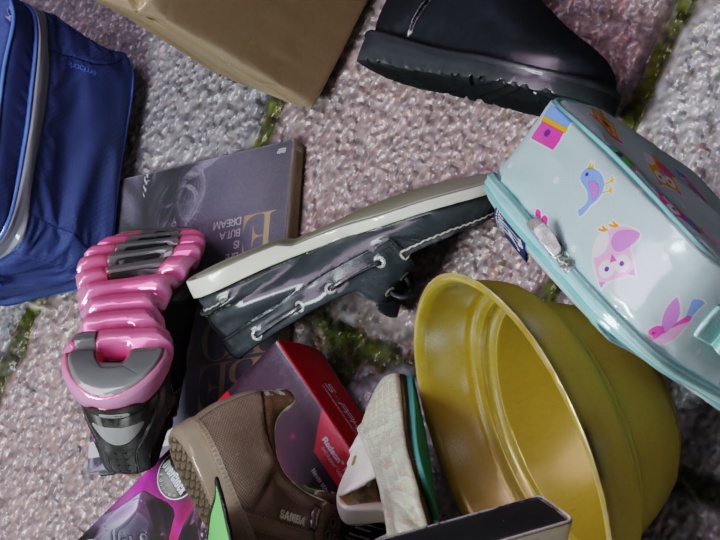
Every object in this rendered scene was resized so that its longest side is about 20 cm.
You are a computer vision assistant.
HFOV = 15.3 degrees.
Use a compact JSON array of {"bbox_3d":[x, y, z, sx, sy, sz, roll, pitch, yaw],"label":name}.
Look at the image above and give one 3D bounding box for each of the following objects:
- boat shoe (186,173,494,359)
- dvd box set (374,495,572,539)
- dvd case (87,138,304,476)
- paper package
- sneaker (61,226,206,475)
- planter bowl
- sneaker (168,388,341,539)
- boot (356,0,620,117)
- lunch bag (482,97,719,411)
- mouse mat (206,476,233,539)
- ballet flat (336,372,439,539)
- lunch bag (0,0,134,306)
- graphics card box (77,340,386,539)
[{"bbox_3d":[-0.001,0.000,1.577,0.198,0.075,0.066,-20,96,4],"label":"boat shoe"},{"bbox_3d":[0.030,0.219,1.355,0.029,0.146,0.201,36,127,43],"label":"dvd box set"},{"bbox_3d":[-0.104,0.024,1.685,0.148,0.016,0.201,-11,65,34],"label":"dvd case"},{"bbox_3d":[-0.070,-0.226,1.646,0.103,0.190,0.201,23,87,39],"label":"paper package"},{"bbox_3d":[-0.132,0.048,1.620,0.079,0.096,0.200,-4,32,12],"label":"sneaker"},{"bbox_3d":[0.112,0.082,1.415,0.083,0.201,0.201,-21,47,-21],"label":"planter bowl"},{"bbox_3d":[-0.034,0.160,1.480,0.075,0.201,0.070,-28,18,-16],"label":"sneaker"},{"bbox_3d":[0.093,-0.182,1.574,0.200,0.076,0.169,17,86,48],"label":"boot"},{"bbox_3d":[0.158,0.003,1.362,0.077,0.200,0.161,-46,52,14],"label":"lunch bag"},{"bbox_3d":[-0.065,0.215,1.425,0.007,0.200,0.162,-9,66,-11],"label":"mouse mat"},{"bbox_3d":[0.015,0.138,1.451,0.062,0.068,0.201,-12,50,0],"label":"ballet flat"},{"bbox_3d":[-0.246,-0.073,1.753,0.135,0.132,0.201,-15,62,41],"label":"lunch bag"},{"bbox_3d":[-0.073,0.153,1.574,0.200,0.051,0.126,-45,59,16],"label":"graphics card box"}]
